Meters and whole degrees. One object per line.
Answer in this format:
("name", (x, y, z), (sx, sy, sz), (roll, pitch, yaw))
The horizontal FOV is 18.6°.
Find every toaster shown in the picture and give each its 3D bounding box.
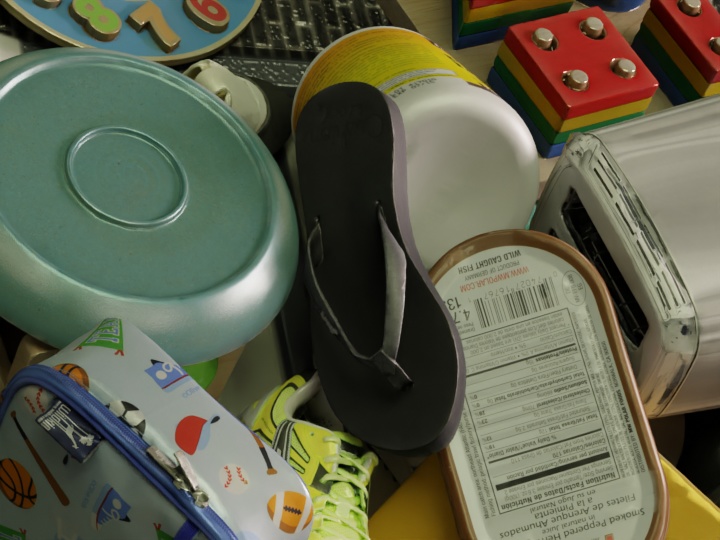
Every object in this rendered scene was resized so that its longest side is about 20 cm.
("toaster", (0.180, 0.000, 1.197), (0.129, 0.114, 0.200), (-11, 57, -24))

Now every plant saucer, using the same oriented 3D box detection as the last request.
("plant saucer", (-0.120, -0.041, 1.099), (0.199, 0.027, 0.201), (14, 49, -16))

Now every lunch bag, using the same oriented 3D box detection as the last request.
("lunch bag", (-0.108, 0.128, 1.026), (0.160, 0.200, 0.075), (43, 47, 14))

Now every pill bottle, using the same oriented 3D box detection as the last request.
("pill bottle", (0.024, -0.075, 1.256), (0.109, 0.110, 0.200), (7, 17, -17))

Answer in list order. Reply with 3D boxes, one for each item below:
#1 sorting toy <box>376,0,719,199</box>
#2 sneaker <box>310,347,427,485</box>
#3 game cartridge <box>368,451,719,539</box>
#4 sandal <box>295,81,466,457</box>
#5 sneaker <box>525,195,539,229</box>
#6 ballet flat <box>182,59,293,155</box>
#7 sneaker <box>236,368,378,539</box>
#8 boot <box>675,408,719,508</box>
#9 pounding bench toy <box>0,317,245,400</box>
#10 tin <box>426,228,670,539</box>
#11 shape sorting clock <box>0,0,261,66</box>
("sorting toy", (0.138, -0.157, 1.365), (0.199, 0.070, 0.199), (-15, 57, -29))
("sneaker", (0.057, 0.081, 1.201), (0.070, 0.094, 0.200), (-30, 69, -37))
("game cartridge", (0.104, 0.168, 1.136), (0.200, 0.032, 0.176), (43, 85, 11))
("sandal", (-0.001, 0.000, 1.115), (0.043, 0.076, 0.201), (23, 50, -64))
("sneaker", (0.083, 0.017, 1.279), (0.080, 0.072, 0.200), (7, 40, -12))
("ballet flat", (-0.105, -0.078, 1.277), (0.200, 0.069, 0.068), (-31, 69, -37))
("sneaker", (-0.027, 0.121, 1.101), (0.075, 0.076, 0.200), (27, 22, -32))
("boot", (0.186, 0.045, 1.289), (0.158, 0.080, 0.211), (37, 38, -1))
("pounding bench toy", (-0.114, 0.013, 1.163), (0.199, 0.124, 0.156), (-10, 58, -29))
("tin", (0.089, 0.076, 1.123), (0.112, 0.042, 0.201), (-18, 77, 6))
("shape sorting clock", (-0.153, -0.211, 1.381), (0.199, 0.039, 0.201), (11, 51, -14))
